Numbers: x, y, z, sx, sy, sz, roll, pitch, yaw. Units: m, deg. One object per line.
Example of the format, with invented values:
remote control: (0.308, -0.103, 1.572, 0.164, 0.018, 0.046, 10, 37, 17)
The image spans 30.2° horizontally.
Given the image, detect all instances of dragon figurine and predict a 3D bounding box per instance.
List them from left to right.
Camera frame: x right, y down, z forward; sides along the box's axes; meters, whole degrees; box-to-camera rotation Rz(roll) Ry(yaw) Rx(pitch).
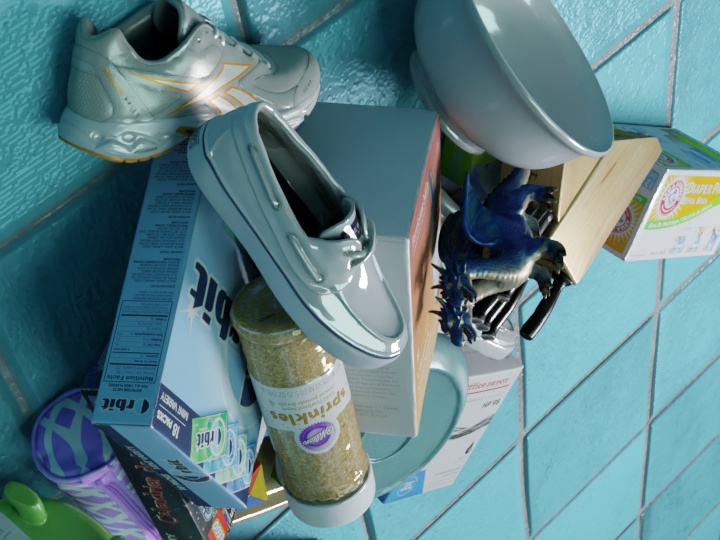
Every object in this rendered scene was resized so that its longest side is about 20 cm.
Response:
dragon figurine: (0.093, -0.033, 0.992, 0.099, 0.201, 0.059, 7, 141, -11)

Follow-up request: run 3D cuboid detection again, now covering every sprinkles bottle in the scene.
sprinkles bottle: (-0.038, 0.094, 0.941, 0.068, 0.068, 0.201, -36, 134, -26)

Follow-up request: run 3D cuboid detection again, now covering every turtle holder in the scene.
turtle holder: (-0.218, 0.247, 0.959, 0.132, 0.185, 0.141, 115, -13, -58)

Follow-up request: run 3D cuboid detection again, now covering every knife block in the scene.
knife block: (0.166, -0.030, 1.126, 0.200, 0.064, 0.176, -10, 112, -46)

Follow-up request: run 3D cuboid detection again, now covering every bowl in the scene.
bowl: (0.100, -0.152, 1.015, 0.090, 0.202, 0.201, -31, 157, 27)

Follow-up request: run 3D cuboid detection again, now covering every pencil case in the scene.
pencil case: (-0.176, 0.166, 1.014, 0.084, 0.086, 0.200, -23, 142, 3)

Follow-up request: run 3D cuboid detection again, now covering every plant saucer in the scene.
plant saucer: (0.018, 0.139, 1.176, 0.200, 0.027, 0.201, -23, 138, -23)

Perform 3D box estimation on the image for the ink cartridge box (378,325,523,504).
ink cartridge box: (0.079, 0.124, 1.298, 0.116, 0.067, 0.200, -5, 130, -49)

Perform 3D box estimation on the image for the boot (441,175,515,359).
boot: (0.090, -0.007, 1.138, 0.096, 0.074, 0.200, -42, 123, 15)

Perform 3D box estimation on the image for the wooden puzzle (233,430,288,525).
wooden puzzle: (-0.066, 0.140, 1.167, 0.185, 0.046, 0.201, -11, 128, -47)

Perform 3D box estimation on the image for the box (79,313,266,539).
box: (-0.128, 0.100, 0.971, 0.200, 0.038, 0.137, 73, 25, -42)

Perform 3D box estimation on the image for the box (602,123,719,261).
box: (0.297, -0.082, 1.364, 0.200, 0.112, 0.102, -3, 122, -49)

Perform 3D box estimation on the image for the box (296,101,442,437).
box: (0.000, 0.000, 0.997, 0.153, 0.106, 0.201, -74, 165, -46)

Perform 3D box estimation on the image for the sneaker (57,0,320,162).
sneaker: (-0.099, -0.133, 0.853, 0.200, 0.076, 0.092, -21, 130, -42)

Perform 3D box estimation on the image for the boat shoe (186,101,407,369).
boat shoe: (-0.025, -0.018, 0.834, 0.200, 0.065, 0.074, 48, 43, -23)

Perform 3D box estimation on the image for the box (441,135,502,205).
box: (0.126, -0.078, 1.190, 0.122, 0.048, 0.201, -14, 130, -30)

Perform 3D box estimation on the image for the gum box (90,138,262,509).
gum box: (-0.106, 0.040, 0.904, 0.170, 0.044, 0.201, 60, 36, -59)
